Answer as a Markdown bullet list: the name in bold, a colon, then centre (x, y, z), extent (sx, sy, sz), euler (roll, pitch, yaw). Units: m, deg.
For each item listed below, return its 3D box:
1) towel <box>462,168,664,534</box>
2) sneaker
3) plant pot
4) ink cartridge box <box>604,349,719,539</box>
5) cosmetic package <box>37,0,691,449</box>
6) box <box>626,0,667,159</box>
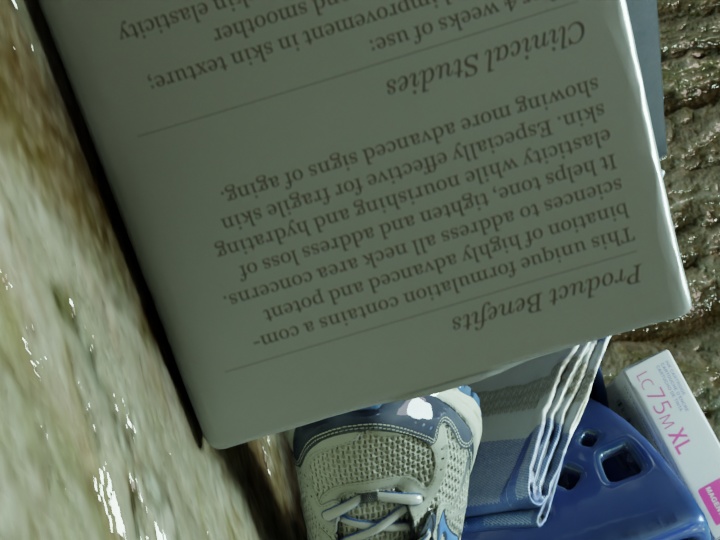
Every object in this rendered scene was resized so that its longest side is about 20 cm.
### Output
- **towel**: centre (0.064, 0.038, 0.711), extent (0.024, 0.146, 0.201), euler (41, 56, -25)
- **sneaker**: centre (0.012, 0.110, 0.570), extent (0.201, 0.076, 0.086), euler (81, 6, -55)
- **plant pot**: centre (0.110, 0.181, 0.970), extent (0.201, 0.199, 0.180), euler (70, -2, -47)
- **ink cartridge box**: centre (0.205, 0.130, 1.011), extent (0.200, 0.042, 0.120), euler (97, -32, -75)
- **cosmetic package**: centre (-0.003, -0.080, 0.504), extent (0.167, 0.166, 0.201), euler (-98, 172, -66)
- **box**: centre (0.059, -0.131, 0.661), extent (0.106, 0.122, 0.202), euler (14, -57, 41)
